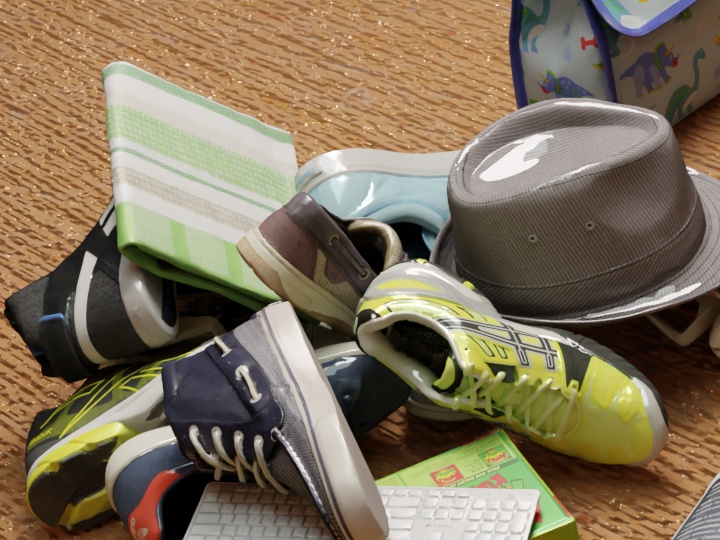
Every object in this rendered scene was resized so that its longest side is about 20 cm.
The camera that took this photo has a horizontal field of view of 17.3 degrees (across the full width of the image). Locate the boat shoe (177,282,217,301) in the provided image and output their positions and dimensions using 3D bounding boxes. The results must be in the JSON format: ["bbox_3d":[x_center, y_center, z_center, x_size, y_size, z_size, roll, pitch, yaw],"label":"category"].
[{"bbox_3d":[-0.076,-0.016,1.624,0.199,0.072,0.060,-6,52,-1],"label":"boat shoe"}]

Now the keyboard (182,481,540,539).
[{"bbox_3d":[-0.001,0.140,1.309,0.199,0.011,0.056,-1,34,20],"label":"keyboard"}]

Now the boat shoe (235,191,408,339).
[{"bbox_3d":[0.000,0.000,1.465,0.065,0.200,0.072,-45,58,13],"label":"boat shoe"}]

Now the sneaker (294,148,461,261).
[{"bbox_3d":[0.049,-0.031,1.586,0.199,0.074,0.082,-2,63,-30],"label":"sneaker"}]

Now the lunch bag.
[{"bbox_3d":[0.196,-0.203,1.691,0.170,0.201,0.127,-34,37,-31],"label":"lunch bag"}]

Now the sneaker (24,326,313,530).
[{"bbox_3d":[-0.126,0.077,1.459,0.199,0.075,0.085,-28,38,-5],"label":"sneaker"}]

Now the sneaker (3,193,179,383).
[{"bbox_3d":[-0.175,-0.001,1.522,0.112,0.073,0.200,-22,24,10],"label":"sneaker"}]

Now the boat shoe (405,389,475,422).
[{"bbox_3d":[0.080,0.022,1.506,0.074,0.065,0.202,6,37,29],"label":"boat shoe"}]

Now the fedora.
[{"bbox_3d":[0.133,-0.046,1.447,0.199,0.091,0.177,-8,35,14],"label":"fedora"}]

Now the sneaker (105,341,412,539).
[{"bbox_3d":[-0.049,0.115,1.409,0.199,0.075,0.085,-26,41,-8],"label":"sneaker"}]

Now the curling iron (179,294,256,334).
[{"bbox_3d":[-0.024,0.023,1.573,0.199,0.026,0.050,-6,-10,3],"label":"curling iron"}]

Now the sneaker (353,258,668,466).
[{"bbox_3d":[0.083,0.067,1.382,0.199,0.076,0.076,24,30,14],"label":"sneaker"}]

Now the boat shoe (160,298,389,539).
[{"bbox_3d":[-0.051,0.101,1.323,0.092,0.075,0.200,-26,33,0],"label":"boat shoe"}]

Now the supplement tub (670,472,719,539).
[{"bbox_3d":[0.206,0.174,1.146,0.140,0.141,0.200,11,39,34],"label":"supplement tub"}]

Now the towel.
[{"bbox_3d":[-0.100,-0.047,1.526,0.149,0.031,0.200,22,32,-24],"label":"towel"}]

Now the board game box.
[{"bbox_3d":[0.013,0.167,1.318,0.199,0.048,0.102,-21,33,-12],"label":"board game box"}]

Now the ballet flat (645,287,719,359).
[{"bbox_3d":[0.224,0.024,1.464,0.200,0.076,0.064,24,78,51],"label":"ballet flat"}]

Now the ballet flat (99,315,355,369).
[{"bbox_3d":[-0.077,0.058,1.508,0.199,0.072,0.072,-5,32,12],"label":"ballet flat"}]
